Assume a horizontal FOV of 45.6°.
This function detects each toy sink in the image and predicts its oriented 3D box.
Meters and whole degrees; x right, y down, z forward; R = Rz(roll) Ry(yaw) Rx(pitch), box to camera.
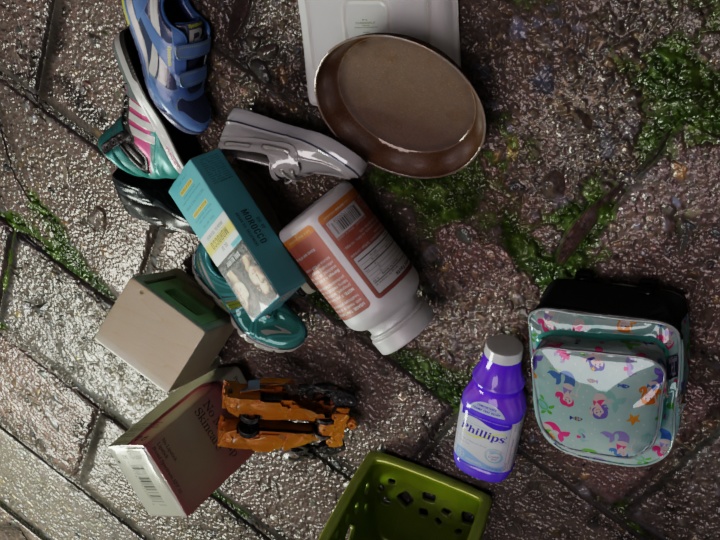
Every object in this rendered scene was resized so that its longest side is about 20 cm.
[{"bbox_3d":[-0.260,0.076,1.232,0.130,0.200,0.113,35,99,8],"label":"toy sink"}]

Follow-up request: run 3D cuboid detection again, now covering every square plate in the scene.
[{"bbox_3d":[0.013,-0.273,0.948,0.198,0.028,0.200,8,120,25],"label":"square plate"}]

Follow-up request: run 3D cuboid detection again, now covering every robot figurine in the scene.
[{"bbox_3d":[-0.101,0.207,1.222,0.198,0.058,0.146,4,124,-13],"label":"robot figurine"}]

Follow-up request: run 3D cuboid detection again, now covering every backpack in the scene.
[{"bbox_3d":[0.276,0.125,0.960,0.176,0.151,0.202,6,124,25],"label":"backpack"}]

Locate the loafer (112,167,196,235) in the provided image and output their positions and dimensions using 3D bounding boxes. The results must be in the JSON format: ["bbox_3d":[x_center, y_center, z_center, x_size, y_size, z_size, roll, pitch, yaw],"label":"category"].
[{"bbox_3d":[-0.255,-0.084,1.184,0.199,0.073,0.073,27,136,25],"label":"loafer"}]

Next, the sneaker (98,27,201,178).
[{"bbox_3d":[-0.301,-0.207,1.130,0.120,0.084,0.201,-13,111,24],"label":"sneaker"}]

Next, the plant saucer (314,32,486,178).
[{"bbox_3d":[0.046,-0.184,0.940,0.198,0.035,0.201,18,147,12],"label":"plant saucer"}]

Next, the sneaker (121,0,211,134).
[{"bbox_3d":[-0.223,-0.266,1.056,0.082,0.074,0.202,-6,115,29],"label":"sneaker"}]

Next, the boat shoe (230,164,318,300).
[{"bbox_3d":[-0.134,-0.042,1.129,0.066,0.075,0.200,-29,110,19],"label":"boat shoe"}]

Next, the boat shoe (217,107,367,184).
[{"bbox_3d":[-0.086,-0.137,1.043,0.199,0.074,0.066,21,82,27],"label":"boat shoe"}]

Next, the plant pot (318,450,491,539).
[{"bbox_3d":[0.058,0.411,1.212,0.197,0.200,0.183,18,130,18],"label":"plant pot"}]

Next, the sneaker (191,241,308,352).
[{"bbox_3d":[-0.154,0.035,1.173,0.200,0.078,0.080,41,149,2],"label":"sneaker"}]

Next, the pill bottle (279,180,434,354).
[{"bbox_3d":[0.000,0.000,1.057,0.112,0.112,0.201,-32,99,38],"label":"pill bottle"}]

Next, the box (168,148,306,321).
[{"bbox_3d":[-0.155,-0.043,1.062,0.201,0.049,0.082,56,139,5],"label":"box"}]

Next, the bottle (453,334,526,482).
[{"bbox_3d":[0.169,0.176,1.092,0.083,0.065,0.202,18,124,20],"label":"bottle"}]

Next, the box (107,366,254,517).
[{"bbox_3d":[-0.247,0.252,1.273,0.108,0.200,0.129,-14,110,45],"label":"box"}]
